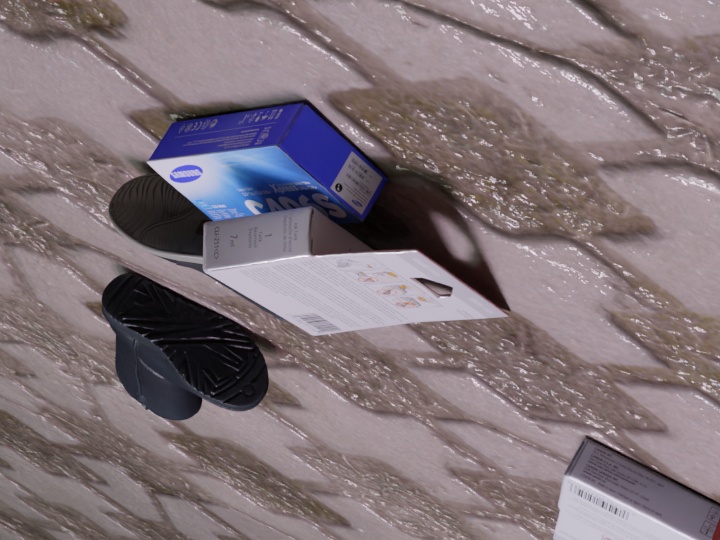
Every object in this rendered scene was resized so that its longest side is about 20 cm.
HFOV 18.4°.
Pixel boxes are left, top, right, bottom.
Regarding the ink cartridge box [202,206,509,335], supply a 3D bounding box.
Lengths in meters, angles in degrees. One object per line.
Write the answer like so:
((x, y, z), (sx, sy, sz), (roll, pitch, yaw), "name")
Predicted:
((0.000, 0.000, 1.710), (0.176, 0.045, 0.200), (-6, 162, 22), "ink cartridge box")

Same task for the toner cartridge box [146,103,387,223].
((-0.075, -0.077, 1.714), (0.095, 0.043, 0.200), (42, 157, -25), "toner cartridge box")

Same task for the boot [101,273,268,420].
((-0.168, 0.100, 2.197), (0.200, 0.076, 0.168), (32, 157, 18), "boot")

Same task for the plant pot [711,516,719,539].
((0.348, 0.177, 1.514), (0.199, 0.200, 0.177), (19, 145, 30), "plant pot")

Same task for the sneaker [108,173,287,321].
((-0.119, -0.012, 1.880), (0.199, 0.075, 0.106), (19, 157, 27), "sneaker")

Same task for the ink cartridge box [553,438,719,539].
((0.269, 0.237, 1.948), (0.199, 0.044, 0.174), (27, 160, 12), "ink cartridge box")
